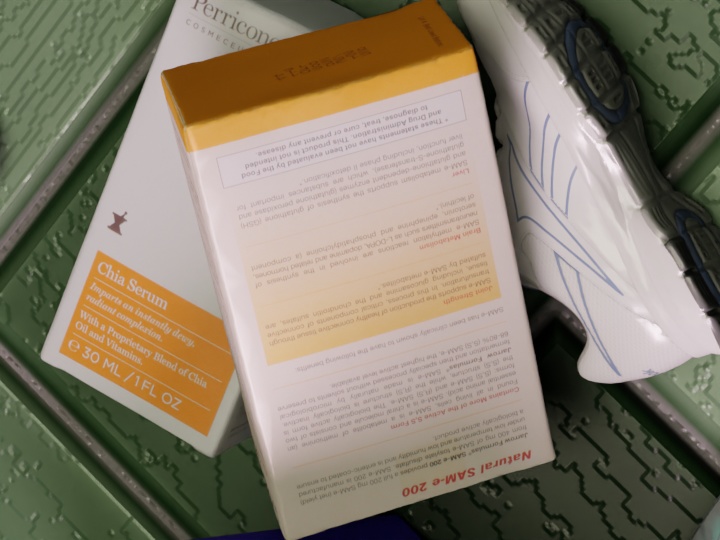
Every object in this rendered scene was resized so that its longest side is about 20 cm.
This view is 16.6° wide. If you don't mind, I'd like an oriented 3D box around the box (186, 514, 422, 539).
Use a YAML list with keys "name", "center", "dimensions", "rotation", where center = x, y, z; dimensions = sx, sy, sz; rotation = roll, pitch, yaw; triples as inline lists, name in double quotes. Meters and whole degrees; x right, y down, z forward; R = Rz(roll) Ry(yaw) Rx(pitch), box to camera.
- name: "box"
  center: [-0.001, 0.212, 1.062]
  dimensions: [0.200, 0.184, 0.105]
  rotation: [44, 114, 28]

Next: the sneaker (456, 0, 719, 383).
- name: "sneaker"
  center: [0.088, -0.039, 1.069]
  dimensions: [0.087, 0.074, 0.201]
  rotation: [-29, 88, 29]

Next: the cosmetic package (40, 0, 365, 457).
- name: "cosmetic package"
  center: [-0.059, -0.029, 1.128]
  dimensions: [0.101, 0.071, 0.201]
  rotation: [27, 108, 15]

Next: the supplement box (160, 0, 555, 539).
- name: "supplement box"
  center: [0.000, 0.000, 1.051]
  dimensions: [0.125, 0.074, 0.201]
  rotation: [-15, 116, -7]

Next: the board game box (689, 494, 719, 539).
- name: "board game box"
  center: [0.196, 0.164, 1.084]
  dimensions: [0.135, 0.028, 0.201]
  rotation: [35, 111, 13]
